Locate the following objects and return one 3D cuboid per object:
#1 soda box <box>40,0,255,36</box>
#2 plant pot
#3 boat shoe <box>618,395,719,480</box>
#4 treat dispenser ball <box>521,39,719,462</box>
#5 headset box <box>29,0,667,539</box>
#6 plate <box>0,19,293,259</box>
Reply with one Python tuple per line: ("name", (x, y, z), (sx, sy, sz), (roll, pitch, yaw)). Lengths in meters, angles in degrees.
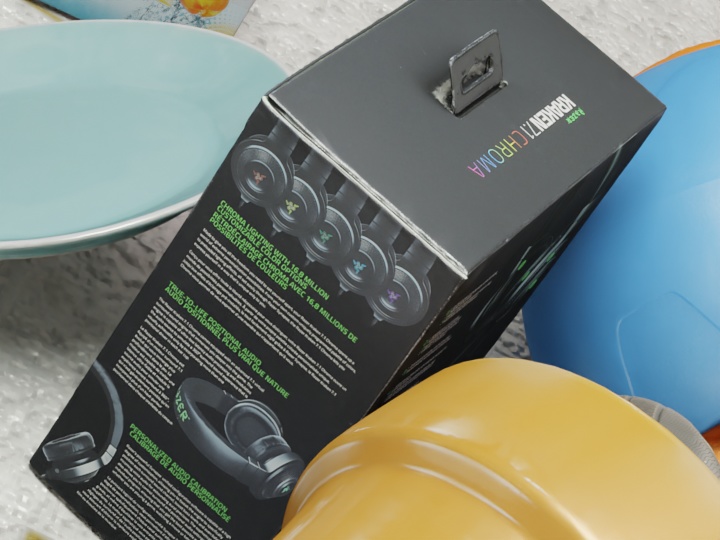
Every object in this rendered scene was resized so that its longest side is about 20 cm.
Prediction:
("soda box", (-0.134, -0.160, 1.218), (0.199, 0.069, 0.064), (24, 36, -17))
("plant pot", (0.013, 0.155, 0.885), (0.183, 0.201, 0.200), (-29, 68, -35))
("boat shoe", (0.076, 0.092, 1.013), (0.074, 0.200, 0.073), (-43, 108, -19))
("treat dispenser ball", (0.163, 0.006, 1.156), (0.200, 0.201, 0.201), (22, 37, -18))
("headset box", (0.000, 0.000, 1.028), (0.093, 0.200, 0.174), (41, 36, 8))
("plate", (-0.118, -0.044, 1.068), (0.199, 0.026, 0.200), (-5, 27, 2))
